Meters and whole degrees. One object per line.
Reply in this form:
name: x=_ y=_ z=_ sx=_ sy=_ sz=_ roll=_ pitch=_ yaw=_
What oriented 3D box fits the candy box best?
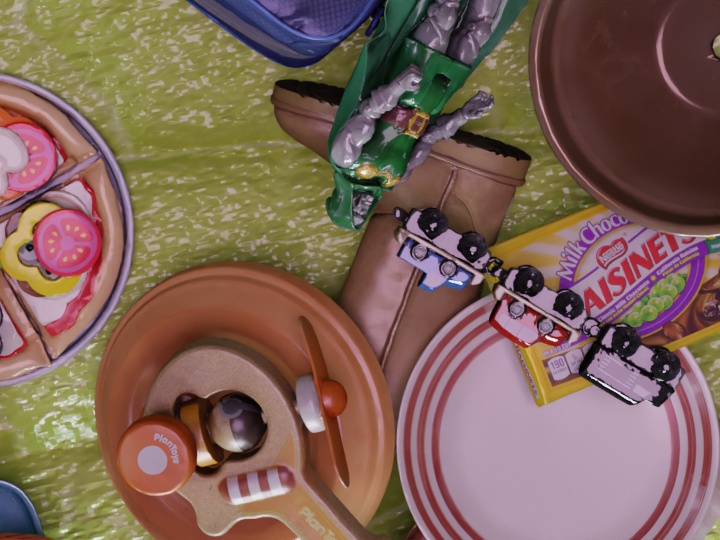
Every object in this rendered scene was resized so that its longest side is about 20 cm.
candy box: x=0.180 y=-0.001 z=1.617 sx=0.199 sy=0.026 sz=0.103 roll=-22 pitch=86 yaw=-10

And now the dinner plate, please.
dinner plate: x=0.120 y=0.106 z=1.622 sx=0.199 sy=0.024 sz=0.201 roll=1 pitch=82 yaw=-5

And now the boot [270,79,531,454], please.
boot: x=0.000 y=0.000 z=1.628 sx=0.175 sy=0.066 sz=0.201 roll=19 pitch=101 yaw=-6

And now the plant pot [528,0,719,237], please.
plant pot: x=0.207 y=-0.127 z=1.577 sx=0.200 sy=0.093 sz=0.202 roll=5 pitch=106 yaw=19

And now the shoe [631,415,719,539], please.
shoe: x=0.187 y=0.184 z=1.663 sx=0.053 sy=0.070 sz=0.200 roll=27 pitch=98 yaw=3

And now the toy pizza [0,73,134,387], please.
toy pizza: x=-0.240 y=-0.023 z=1.639 sx=0.199 sy=0.032 sz=0.201 roll=0 pitch=101 yaw=0

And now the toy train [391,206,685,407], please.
toy train: x=0.100 y=0.023 z=1.575 sx=0.200 sy=0.034 sz=0.046 roll=31 pitch=93 yaw=-4

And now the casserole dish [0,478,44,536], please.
casserole dish: x=-0.250 y=0.216 z=1.683 sx=0.121 sy=0.039 sz=0.201 roll=-7 pitch=100 yaw=1

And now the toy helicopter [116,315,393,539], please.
toy helicopter: x=-0.038 y=0.119 z=1.567 sx=0.132 sy=0.079 sz=0.200 roll=-43 pitch=94 yaw=15

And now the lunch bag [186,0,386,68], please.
lunch bag: x=-0.053 y=-0.212 z=1.555 sx=0.200 sy=0.132 sz=0.136 roll=37 pitch=82 yaw=-7

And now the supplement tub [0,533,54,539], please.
supplement tub: x=-0.218 y=0.269 z=1.613 sx=0.122 sy=0.123 sz=0.201 roll=-5 pitch=101 yaw=1

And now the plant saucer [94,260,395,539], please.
plant saucer: x=-0.077 y=0.095 z=1.625 sx=0.199 sy=0.037 sz=0.201 roll=5 pitch=103 yaw=21

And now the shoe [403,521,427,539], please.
shoe: x=0.064 y=0.175 z=1.650 sx=0.071 sy=0.091 sz=0.200 roll=36 pitch=99 yaw=-7

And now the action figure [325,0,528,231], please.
action figure: x=0.037 y=-0.111 z=1.541 sx=0.118 sy=0.055 sz=0.200 roll=18 pitch=107 yaw=-45
